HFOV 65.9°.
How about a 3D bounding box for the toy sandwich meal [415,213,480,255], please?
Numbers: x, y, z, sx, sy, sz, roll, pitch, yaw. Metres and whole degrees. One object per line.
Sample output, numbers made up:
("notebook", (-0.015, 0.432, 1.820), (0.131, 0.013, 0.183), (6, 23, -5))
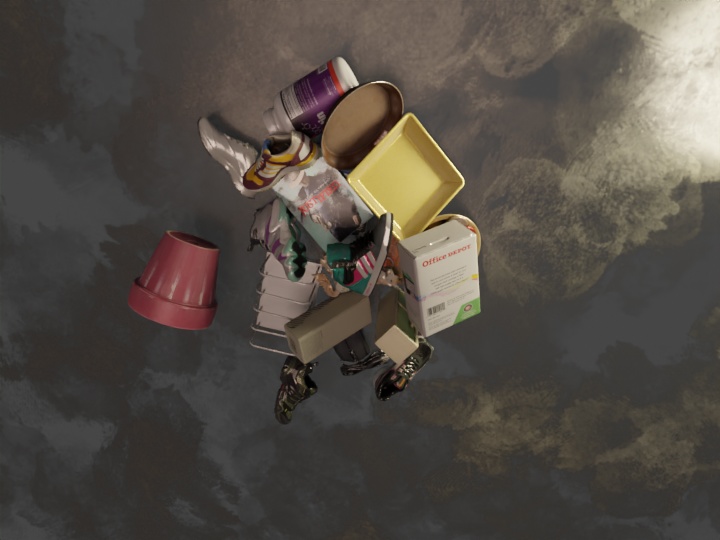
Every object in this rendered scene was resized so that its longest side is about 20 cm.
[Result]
("toy sandwich meal", (0.185, -0.027, 1.234), (0.201, 0.071, 0.208), (-8, 125, -11))

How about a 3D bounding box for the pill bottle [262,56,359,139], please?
("pill bottle", (-0.097, -0.337, 1.134), (0.198, 0.113, 0.113), (-26, 109, 15))

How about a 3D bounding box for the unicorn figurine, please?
("unicorn figurine", (0.000, 0.000, 1.255), (0.197, 0.074, 0.139), (-21, 118, 15))

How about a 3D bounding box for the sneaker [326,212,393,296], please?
("sneaker", (-0.010, -0.043, 1.147), (0.119, 0.084, 0.202), (14, 123, -9))

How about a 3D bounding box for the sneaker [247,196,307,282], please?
("sneaker", (-0.199, -0.055, 1.254), (0.138, 0.078, 0.204), (-19, 67, 22))

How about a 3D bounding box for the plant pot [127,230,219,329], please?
("plant pot", (-0.412, 0.014, 1.279), (0.197, 0.200, 0.182), (20, 98, -4))

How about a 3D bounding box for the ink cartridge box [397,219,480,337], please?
("ink cartridge box", (0.166, 0.016, 1.159), (0.143, 0.084, 0.203), (-21, 124, -14))

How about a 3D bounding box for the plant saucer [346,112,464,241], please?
("plant saucer", (0.092, -0.190, 1.175), (0.200, 0.048, 0.200), (-46, 109, -7))

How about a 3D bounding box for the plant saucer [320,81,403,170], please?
("plant saucer", (-0.002, -0.292, 1.107), (0.035, 0.199, 0.201), (49, 114, 27))

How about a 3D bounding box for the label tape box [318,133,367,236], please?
("label tape box", (-0.040, -0.187, 1.218), (0.140, 0.066, 0.203), (11, 115, 0))

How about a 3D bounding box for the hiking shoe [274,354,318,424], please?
("hiking shoe", (-0.164, 0.320, 1.437), (0.099, 0.076, 0.203), (12, 113, 3))

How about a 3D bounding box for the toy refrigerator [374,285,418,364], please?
("toy refrigerator", (0.086, 0.116, 1.261), (0.076, 0.201, 0.070), (42, 110, -12))

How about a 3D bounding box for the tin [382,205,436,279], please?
("tin", (0.098, -0.065, 1.273), (0.111, 0.042, 0.201), (36, 111, -6))

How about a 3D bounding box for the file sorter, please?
("file sorter", (-0.180, 0.081, 1.312), (0.136, 0.125, 0.203), (13, 114, 0))

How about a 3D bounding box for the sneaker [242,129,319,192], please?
("sneaker", (-0.183, -0.229, 1.130), (0.198, 0.076, 0.090), (-22, 149, 28))

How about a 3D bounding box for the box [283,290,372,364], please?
("box", (-0.071, 0.120, 1.266), (0.198, 0.068, 0.083), (-29, 132, -26))

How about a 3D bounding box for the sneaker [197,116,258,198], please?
("sneaker", (-0.276, -0.257, 1.217), (0.087, 0.075, 0.201), (-37, 112, 6))

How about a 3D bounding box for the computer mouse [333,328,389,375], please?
("computer mouse", (-0.022, 0.176, 1.376), (0.136, 0.053, 0.202), (-20, 110, 14))

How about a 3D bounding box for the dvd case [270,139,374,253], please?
("dvd case", (-0.084, -0.154, 1.191), (0.145, 0.022, 0.201), (-36, 102, 19))

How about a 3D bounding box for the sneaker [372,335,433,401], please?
("sneaker", (0.109, 0.255, 1.379), (0.080, 0.087, 0.201), (34, 111, -12))
